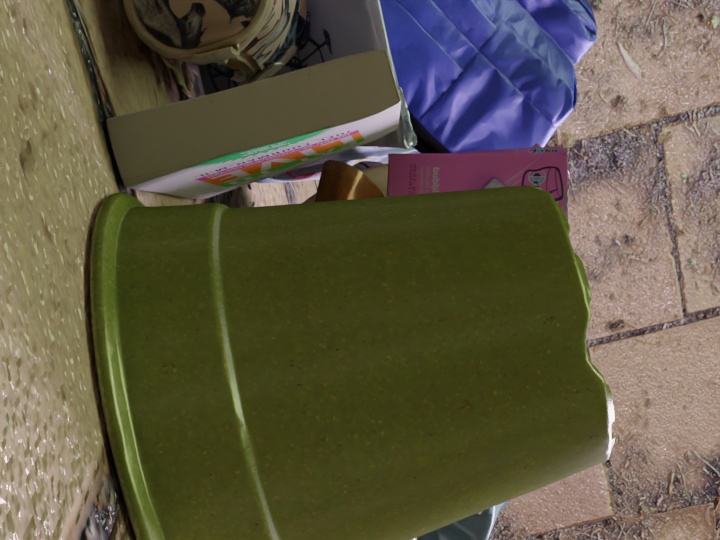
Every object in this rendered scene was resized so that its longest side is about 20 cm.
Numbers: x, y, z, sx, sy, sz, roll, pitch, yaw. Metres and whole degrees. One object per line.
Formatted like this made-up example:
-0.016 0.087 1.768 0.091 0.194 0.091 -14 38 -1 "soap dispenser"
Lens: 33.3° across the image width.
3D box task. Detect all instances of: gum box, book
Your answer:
0.073 0.020 0.759 0.066 0.112 0.202 41 50 -76 "gum box"
-0.045 -0.078 0.638 0.200 0.132 0.049 -56 131 -86 "book"

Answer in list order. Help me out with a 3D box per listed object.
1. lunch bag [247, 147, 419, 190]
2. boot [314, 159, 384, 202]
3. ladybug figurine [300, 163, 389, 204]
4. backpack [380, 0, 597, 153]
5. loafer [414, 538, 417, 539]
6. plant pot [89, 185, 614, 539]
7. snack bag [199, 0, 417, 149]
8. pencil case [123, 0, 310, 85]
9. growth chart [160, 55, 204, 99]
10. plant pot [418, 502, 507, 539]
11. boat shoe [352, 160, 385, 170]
-0.052 -0.159 0.968 0.200 0.126 0.171 -17 94 -61 "lunch bag"
-0.014 0.060 0.765 0.188 0.068 0.202 53 44 -54 "boot"
0.000 0.000 0.848 0.072 0.199 0.137 9 -55 62 "ladybug figurine"
0.052 -0.185 0.865 0.199 0.168 0.163 34 8 -26 "backpack"
0.002 0.193 0.889 0.200 0.069 0.071 130 -39 -82 "loafer"
0.005 0.043 0.529 0.200 0.188 0.202 -13 90 -88 "plant pot"
-0.052 -0.170 0.788 0.199 0.021 0.190 5 -64 46 "snack bag"
-0.073 -0.146 0.660 0.200 0.077 0.090 -67 135 -83 "pencil case"
-0.124 -0.181 0.710 0.200 0.018 0.146 71 7 -66 "growth chart"
0.061 0.189 1.148 0.196 0.198 0.202 -43 120 -78 "plant pot"
-0.020 0.013 0.922 0.072 0.065 0.202 20 -80 58 "boat shoe"
